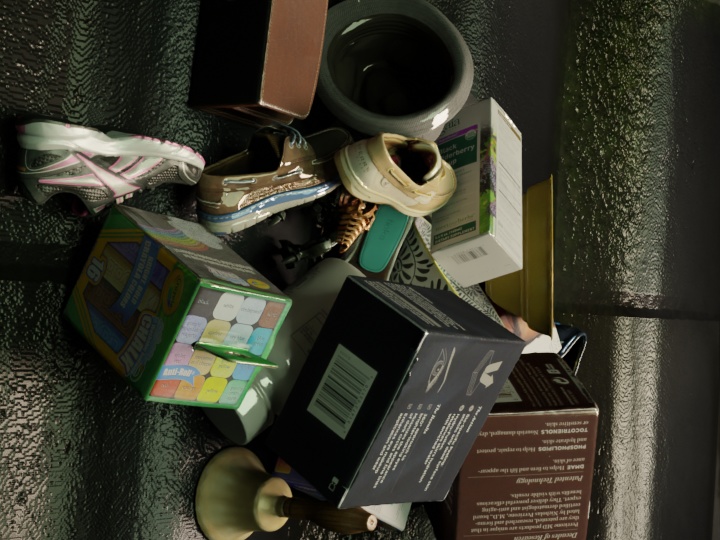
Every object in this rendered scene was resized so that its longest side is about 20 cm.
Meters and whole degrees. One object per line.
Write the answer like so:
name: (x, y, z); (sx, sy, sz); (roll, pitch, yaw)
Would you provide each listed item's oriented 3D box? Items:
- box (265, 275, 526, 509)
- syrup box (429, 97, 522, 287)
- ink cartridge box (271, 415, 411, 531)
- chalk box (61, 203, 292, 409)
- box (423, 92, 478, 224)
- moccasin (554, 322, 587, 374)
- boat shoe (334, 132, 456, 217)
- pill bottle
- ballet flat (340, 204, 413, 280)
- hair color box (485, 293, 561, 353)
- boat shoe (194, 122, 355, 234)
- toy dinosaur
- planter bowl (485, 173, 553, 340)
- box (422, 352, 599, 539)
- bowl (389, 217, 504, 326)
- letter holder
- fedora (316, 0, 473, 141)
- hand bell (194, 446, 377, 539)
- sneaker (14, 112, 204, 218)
box: (0.038, 0.124, 1.455); (0.199, 0.117, 0.198); (10, 111, -54)
syrup box: (0.133, -0.090, 1.635); (0.081, 0.078, 0.201); (43, 39, -42)
ink cartridge box: (-0.014, 0.192, 1.606); (0.200, 0.076, 0.137); (36, 66, -46)
chalk box: (-0.157, 0.046, 1.321); (0.124, 0.200, 0.124); (15, 108, -47)
box: (0.097, -0.141, 1.736); (0.200, 0.048, 0.159); (42, 61, -41)
moccasin: (0.248, 0.163, 1.909); (0.080, 0.068, 0.202); (29, 71, -46)
boat shoe: (0.055, -0.104, 1.510); (0.199, 0.069, 0.074); (1, 65, -57)
pill bottle: (-0.072, 0.086, 1.494); (0.200, 0.114, 0.115); (-38, 120, -26)
ballet flat: (0.000, 0.000, 1.609); (0.069, 0.069, 0.201); (14, 108, -48)
hair color box: (0.168, 0.103, 1.821); (0.200, 0.064, 0.112); (-41, 121, -41)
boat shoe: (-0.081, -0.107, 1.460); (0.199, 0.072, 0.073); (-33, 134, -33)
toy dinosaur: (-0.032, -0.069, 1.522); (0.200, 0.135, 0.103); (-68, 139, -87)
planter bowl: (0.193, -0.016, 1.751); (0.200, 0.083, 0.202); (0, 90, -82)
box: (0.169, 0.219, 1.680); (0.163, 0.166, 0.202); (-2, 111, -10)
bowl: (0.086, 0.043, 1.675); (0.201, 0.094, 0.201); (51, 12, -15)
letter holder: (-0.082, -0.253, 1.490); (0.142, 0.100, 0.202); (13, 82, -50)
fedora: (0.034, -0.206, 1.598); (0.176, 0.201, 0.091); (-26, 148, -14)
hand bell: (-0.063, 0.243, 1.460); (0.104, 0.199, 0.105); (-5, 96, -49)
sneaker: (-0.241, -0.091, 1.348); (0.199, 0.080, 0.087); (7, 99, -41)
